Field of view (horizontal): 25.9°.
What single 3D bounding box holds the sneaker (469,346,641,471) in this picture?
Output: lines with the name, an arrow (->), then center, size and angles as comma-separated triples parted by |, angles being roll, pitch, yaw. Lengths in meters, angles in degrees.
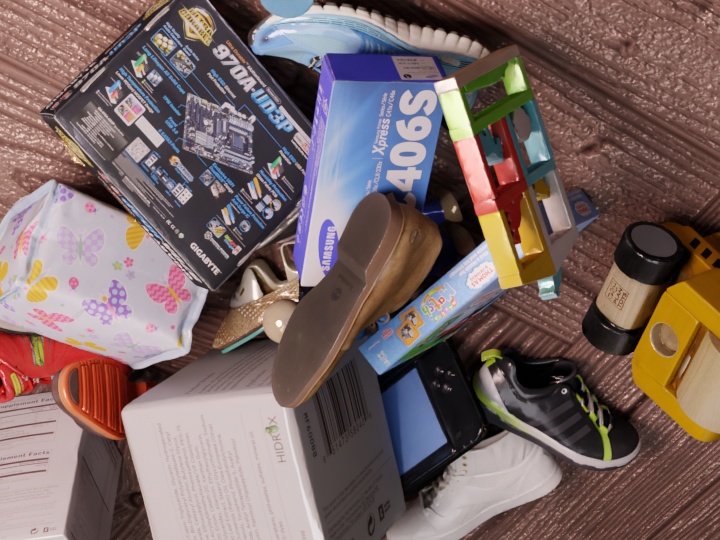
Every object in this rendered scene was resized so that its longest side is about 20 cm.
sneaker -> 0.201, 0.133, 1.546 | 0.200, 0.072, 0.083 | 21, 126, -17

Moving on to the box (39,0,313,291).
box -> -0.135, -0.107, 1.275 | 0.159, 0.046, 0.200 | -47, 113, -13

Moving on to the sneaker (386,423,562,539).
sneaker -> 0.095, 0.211, 1.617 | 0.200, 0.074, 0.116 | -29, 123, 11

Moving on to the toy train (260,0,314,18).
toy train -> -0.105, -0.279, 1.173 | 0.200, 0.116, 0.085 | 37, 121, -27

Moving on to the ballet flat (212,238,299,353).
ballet flat -> -0.066, 0.008, 1.457 | 0.200, 0.071, 0.065 | -29, 100, 18

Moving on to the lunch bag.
lunch bag -> -0.246, 0.008, 1.404 | 0.170, 0.127, 0.200 | 23, 159, -21

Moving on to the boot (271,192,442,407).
boot -> -0.002, 0.035, 1.278 | 0.075, 0.074, 0.200 | 18, 112, -39

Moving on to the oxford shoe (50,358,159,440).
oxford shoe -> -0.245, 0.127, 1.449 | 0.072, 0.071, 0.200 | -7, 163, 15

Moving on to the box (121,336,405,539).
box -> -0.084, 0.178, 1.444 | 0.171, 0.199, 0.200 | -8, 101, 23

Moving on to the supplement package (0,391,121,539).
supplement package -> -0.311, 0.227, 1.541 | 0.109, 0.200, 0.114 | -9, 128, 7

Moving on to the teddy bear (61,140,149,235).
teddy bear -> -0.149, -0.095, 1.324 | 0.145, 0.067, 0.200 | -41, 106, -5

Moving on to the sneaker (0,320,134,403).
sneaker -> -0.319, 0.095, 1.506 | 0.200, 0.085, 0.077 | 11, 130, -9

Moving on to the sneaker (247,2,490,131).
sneaker -> 0.005, -0.162, 1.273 | 0.200, 0.078, 0.090 | 12, 89, -9

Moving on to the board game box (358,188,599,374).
board game box -> 0.107, 0.008, 1.400 | 0.200, 0.151, 0.037 | -42, 80, 29

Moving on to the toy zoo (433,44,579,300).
toy zoo -> 0.124, -0.071, 1.248 | 0.020, 0.131, 0.200 | -13, 101, 32

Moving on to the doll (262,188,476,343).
doll -> 0.000, 0.000, 1.375 | 0.200, 0.048, 0.137 | -31, 123, -11

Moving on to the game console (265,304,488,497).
game console -> -0.005, 0.130, 1.520 | 0.200, 0.176, 0.116 | -39, 148, 29

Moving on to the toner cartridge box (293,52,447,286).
toner cartridge box -> 0.006, -0.078, 1.269 | 0.095, 0.043, 0.200 | 0, 128, -14

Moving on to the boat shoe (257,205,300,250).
boat shoe -> -0.033, -0.079, 1.388 | 0.200, 0.057, 0.067 | -29, 86, 19

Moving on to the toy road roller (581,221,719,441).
toy road roller -> 0.310, 0.039, 1.401 | 0.146, 0.200, 0.123 | -17, 141, -34
